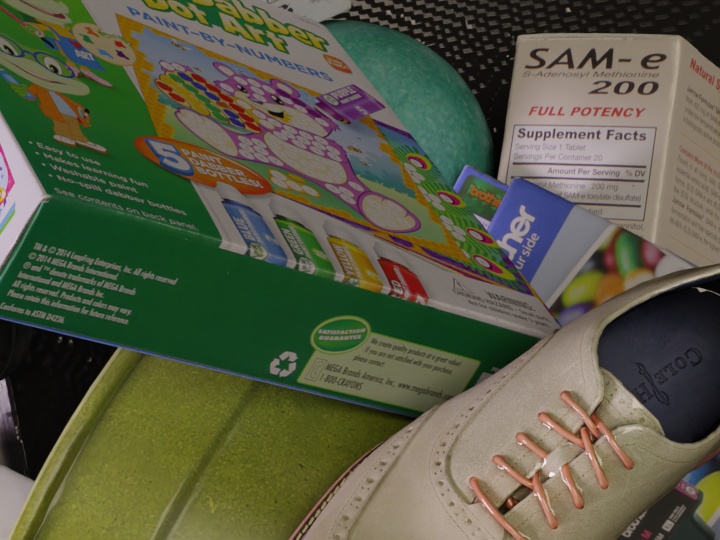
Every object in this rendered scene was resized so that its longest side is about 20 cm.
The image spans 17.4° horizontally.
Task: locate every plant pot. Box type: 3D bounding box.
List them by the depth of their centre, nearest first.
[{"bbox_3d":[0.002,0.125,0.746,0.192,0.200,0.201,25,77,12],"label":"plant pot"}]

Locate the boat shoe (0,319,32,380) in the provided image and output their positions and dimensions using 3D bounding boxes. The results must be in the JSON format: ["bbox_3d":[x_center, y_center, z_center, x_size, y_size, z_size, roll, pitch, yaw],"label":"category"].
[{"bbox_3d":[-0.196,-0.038,0.898,0.074,0.063,0.202,-38,77,20],"label":"boat shoe"}]

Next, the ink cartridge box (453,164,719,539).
[{"bbox_3d":[0.086,0.050,0.822,0.200,0.042,0.120,29,90,26],"label":"ink cartridge box"}]

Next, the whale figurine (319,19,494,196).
[{"bbox_3d":[0.000,0.000,0.910,0.158,0.104,0.201,-9,82,-14],"label":"whale figurine"}]

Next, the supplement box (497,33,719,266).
[{"bbox_3d":[0.103,0.021,0.915,0.073,0.126,0.201,3,78,30],"label":"supplement box"}]

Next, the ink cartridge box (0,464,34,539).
[{"bbox_3d":[-0.088,0.160,0.887,0.199,0.068,0.115,26,76,-8],"label":"ink cartridge box"}]

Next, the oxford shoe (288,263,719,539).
[{"bbox_3d":[0.046,0.055,0.656,0.071,0.074,0.200,46,62,8],"label":"oxford shoe"}]

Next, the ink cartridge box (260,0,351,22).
[{"bbox_3d":[-0.065,-0.149,0.822,0.099,0.200,0.039,-23,56,-8],"label":"ink cartridge box"}]

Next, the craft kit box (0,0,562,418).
[{"bbox_3d":[-0.056,-0.039,0.735,0.200,0.198,0.049,16,114,-39],"label":"craft kit box"}]
